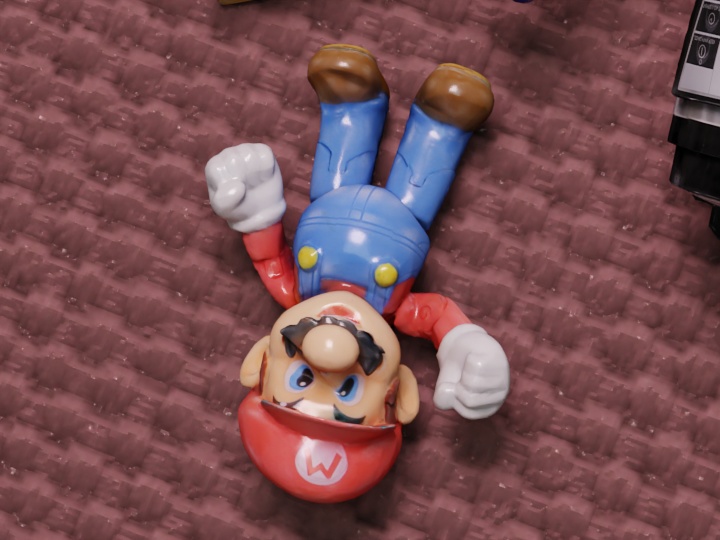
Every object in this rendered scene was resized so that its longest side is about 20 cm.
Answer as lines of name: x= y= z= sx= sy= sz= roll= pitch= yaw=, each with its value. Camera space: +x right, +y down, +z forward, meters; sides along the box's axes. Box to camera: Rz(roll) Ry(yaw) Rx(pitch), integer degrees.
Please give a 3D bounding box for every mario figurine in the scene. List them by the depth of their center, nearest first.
mario figurine: x=0.000 y=0.000 z=1.029 sx=0.123 sy=0.106 sz=0.200 roll=-3 pitch=68 yaw=41

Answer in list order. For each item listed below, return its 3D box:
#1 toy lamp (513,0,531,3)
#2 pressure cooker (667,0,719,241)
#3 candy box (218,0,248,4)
toy lamp: x=0.135 y=-0.185 z=1.028 sx=0.200 sy=0.058 sz=0.058 roll=-31 pitch=77 yaw=-17
pressure cooker: x=0.219 y=-0.075 z=0.978 sx=0.178 sy=0.176 sz=0.200 roll=14 pitch=98 yaw=6
candy box: x=0.022 y=-0.197 z=1.092 sx=0.200 sy=0.056 sz=0.117 roll=-9 pitch=79 yaw=6
